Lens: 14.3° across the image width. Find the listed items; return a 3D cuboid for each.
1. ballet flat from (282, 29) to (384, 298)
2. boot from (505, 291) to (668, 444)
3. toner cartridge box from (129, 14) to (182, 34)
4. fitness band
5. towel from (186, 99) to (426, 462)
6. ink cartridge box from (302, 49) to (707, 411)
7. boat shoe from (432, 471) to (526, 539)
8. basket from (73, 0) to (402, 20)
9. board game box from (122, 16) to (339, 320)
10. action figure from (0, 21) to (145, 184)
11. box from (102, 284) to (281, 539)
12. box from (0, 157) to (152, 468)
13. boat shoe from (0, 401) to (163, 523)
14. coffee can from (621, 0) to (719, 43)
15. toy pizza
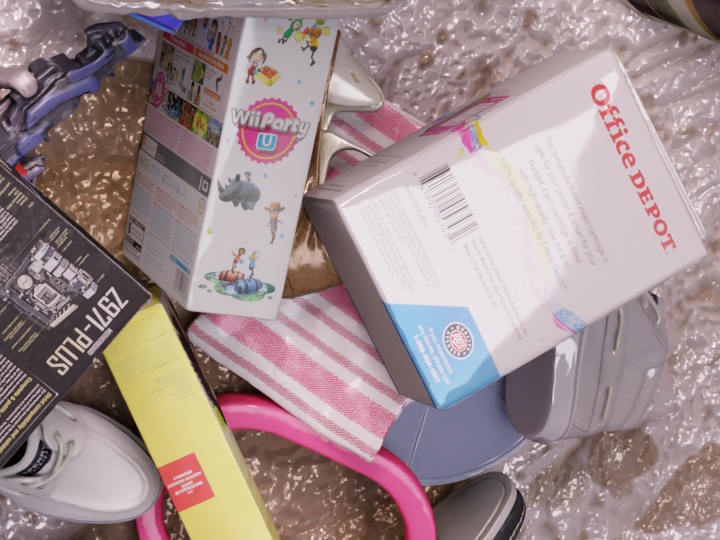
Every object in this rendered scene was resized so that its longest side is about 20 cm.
[{"bbox_3d":[-0.023,-0.081,1.766,0.072,0.068,0.200,5,87,4],"label":"ballet flat"},{"bbox_3d":[0.155,0.013,1.863,0.096,0.074,0.200,-4,111,-33],"label":"boot"},{"bbox_3d":[-0.113,-0.249,1.671,0.095,0.043,0.200,23,94,-27],"label":"toner cartridge box"},{"bbox_3d":[-0.049,0.161,1.837,0.200,0.037,0.144,25,100,-11],"label":"fitness band"},{"bbox_3d":[0.000,0.000,1.803,0.146,0.030,0.200,33,88,3],"label":"towel"},{"bbox_3d":[0.089,-0.028,1.735,0.200,0.085,0.145,-29,101,-12],"label":"ink cartridge box"},{"bbox_3d":[0.049,0.223,1.906,0.060,0.076,0.200,36,100,-27],"label":"boat shoe"},{"bbox_3d":[-0.049,-0.248,1.552,0.198,0.161,0.200,-1,82,-23],"label":"basket"},{"bbox_3d":[-0.080,-0.086,1.713,0.064,0.148,0.200,6,103,-23],"label":"board game box"},{"bbox_3d":[-0.234,-0.113,1.673,0.200,0.105,0.194,-35,123,-13],"label":"action figure"},{"bbox_3d":[-0.102,0.111,1.768,0.050,0.075,0.200,-23,102,1],"label":"box"},{"bbox_3d":[-0.248,0.028,1.607,0.200,0.086,0.164,-49,121,-2],"label":"box"},{"bbox_3d":[-0.208,0.110,1.745,0.200,0.067,0.074,22,94,-21],"label":"boat shoe"},{"bbox_3d":[0.256,-0.207,1.799,0.146,0.200,0.146,-7,107,-22],"label":"coffee can"},{"bbox_3d":[0.051,0.043,1.875,0.200,0.032,0.200,-7,107,-21],"label":"toy pizza"}]
